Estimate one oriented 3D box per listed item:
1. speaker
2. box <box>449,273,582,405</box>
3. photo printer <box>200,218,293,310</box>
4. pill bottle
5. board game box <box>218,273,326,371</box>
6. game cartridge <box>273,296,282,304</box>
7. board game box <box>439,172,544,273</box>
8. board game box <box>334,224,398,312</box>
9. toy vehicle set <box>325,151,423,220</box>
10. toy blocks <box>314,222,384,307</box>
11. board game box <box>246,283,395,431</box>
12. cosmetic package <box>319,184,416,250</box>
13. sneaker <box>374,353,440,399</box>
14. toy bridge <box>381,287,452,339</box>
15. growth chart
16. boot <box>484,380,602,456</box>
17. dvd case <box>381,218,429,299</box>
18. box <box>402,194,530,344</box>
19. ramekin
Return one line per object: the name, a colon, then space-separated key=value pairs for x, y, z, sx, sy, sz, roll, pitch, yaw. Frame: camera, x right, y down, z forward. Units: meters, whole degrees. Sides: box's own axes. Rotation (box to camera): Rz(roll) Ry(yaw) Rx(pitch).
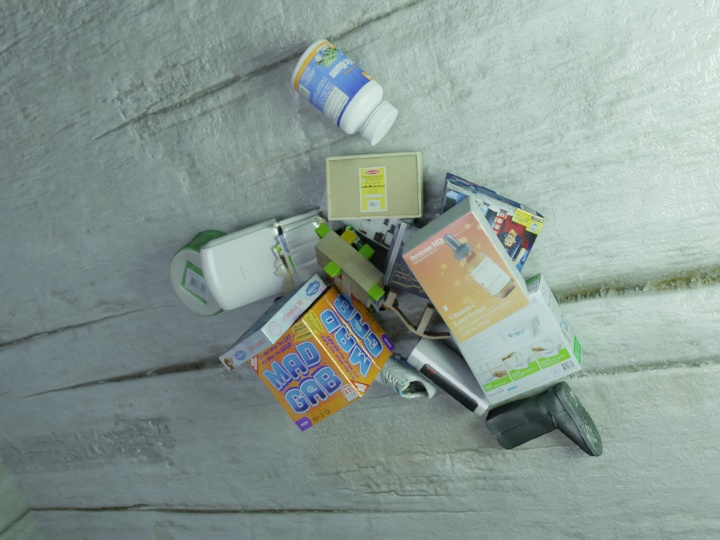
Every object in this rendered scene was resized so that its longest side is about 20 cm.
speaker: x=0.196 y=0.220 z=1.414 sx=0.198 sy=0.081 sz=0.082 roll=37 pitch=125 yaw=9
box: x=0.302 y=0.136 z=1.288 sx=0.198 sy=0.097 sz=0.179 roll=-29 pitch=97 yaw=27
photo printer: x=-0.260 y=-0.009 z=1.508 sx=0.196 sy=0.070 sz=0.170 roll=-18 pitch=108 yaw=-4
pill bottle: x=-0.027 y=-0.335 z=1.259 sx=0.199 sy=0.112 sz=0.113 roll=40 pitch=126 yaw=6
board game box: x=-0.186 y=0.111 z=1.404 sx=0.041 sy=0.200 sz=0.199 roll=49 pitch=137 yaw=-7
game cartridge: x=-0.116 y=0.138 z=1.580 sx=0.196 sy=0.038 sz=0.133 roll=11 pitch=113 yaw=24
board game box: x=0.217 y=-0.052 z=1.261 sx=0.196 sy=0.062 sz=0.203 roll=22 pitch=112 yaw=0
board game box: x=0.000 y=0.000 z=1.426 sx=0.202 sy=0.023 sz=0.104 roll=58 pitch=152 yaw=-10
toy vehicle set: x=0.027 y=-0.166 z=1.315 sx=0.195 sy=0.026 sz=0.128 roll=0 pitch=94 yaw=18
toy blocks: x=-0.021 y=0.011 z=1.369 sx=0.199 sy=0.100 sz=0.138 roll=40 pitch=160 yaw=20
board game box: x=-0.083 y=0.181 z=1.439 sx=0.199 sy=0.200 sz=0.201 roll=-35 pitch=96 yaw=34
cosmetic package: x=0.015 y=-0.121 z=1.373 sx=0.197 sy=0.051 sz=0.084 roll=30 pitch=123 yaw=14
sneaker: x=0.088 y=0.244 z=1.482 sx=0.196 sy=0.087 sz=0.077 roll=4 pitch=117 yaw=29
toy bridge: x=0.134 y=0.103 z=1.385 sx=0.196 sy=0.027 sz=0.068 roll=23 pitch=112 yaw=-2
growth chart: x=-0.125 y=-0.031 z=1.474 sx=0.141 sy=0.018 sz=0.205 roll=-12 pitch=111 yaw=-1
boot: x=0.378 y=0.337 z=1.373 sx=0.198 sy=0.065 sz=0.167 roll=-33 pitch=86 yaw=33
dvd case: x=0.148 y=-0.007 z=1.340 sx=0.196 sy=0.016 sz=0.151 roll=19 pitch=121 yaw=2
box: x=0.189 y=-0.002 z=1.193 sx=0.151 sy=0.107 sz=0.202 roll=-32 pitch=103 yaw=18
ramekin: x=-0.374 y=0.013 z=1.623 sx=0.196 sy=0.098 sz=0.205 roll=12 pitch=118 yaw=24
